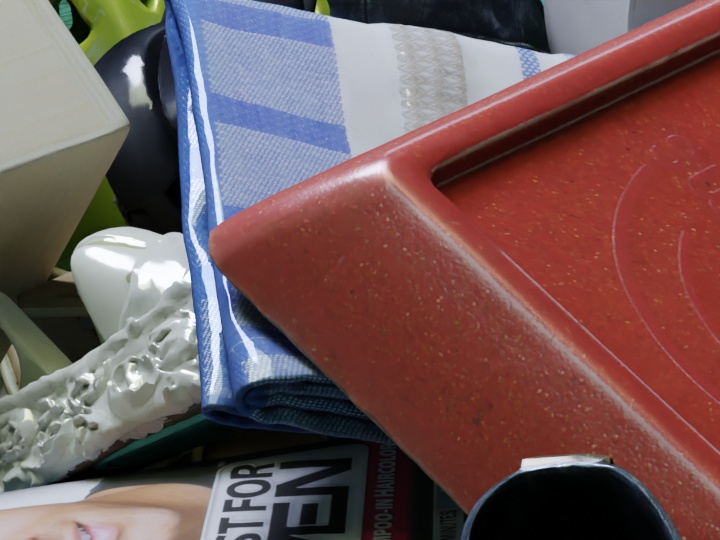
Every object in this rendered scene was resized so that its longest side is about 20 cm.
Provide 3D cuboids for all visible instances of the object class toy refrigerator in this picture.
[{"bbox_3d":[-0.141,0.002,0.800,0.076,0.070,0.200,-23,-21,-36],"label":"toy refrigerator"}]

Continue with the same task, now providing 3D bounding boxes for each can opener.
[{"bbox_3d":[-0.037,-0.069,0.876,0.078,0.064,0.200,-25,22,19],"label":"can opener"}]

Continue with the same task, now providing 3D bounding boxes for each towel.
[{"bbox_3d":[0.054,-0.006,0.688,0.199,0.024,0.147,9,42,-17],"label":"towel"}]

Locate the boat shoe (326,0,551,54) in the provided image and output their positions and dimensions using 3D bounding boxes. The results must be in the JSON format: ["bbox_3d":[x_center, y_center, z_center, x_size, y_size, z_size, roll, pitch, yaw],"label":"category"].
[{"bbox_3d":[0.041,-0.066,0.930,0.070,0.091,0.200,-1,5,19],"label":"boat shoe"}]

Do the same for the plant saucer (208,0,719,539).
[{"bbox_3d":[0.101,0.013,0.644,0.200,0.037,0.200,43,45,21],"label":"plant saucer"}]

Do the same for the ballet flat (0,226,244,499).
[{"bbox_3d":[-0.072,0.028,0.727,0.199,0.072,0.072,-28,9,21],"label":"ballet flat"}]

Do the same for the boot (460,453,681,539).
[{"bbox_3d":[0.026,0.105,0.474,0.074,0.097,0.200,-8,15,11],"label":"boot"}]

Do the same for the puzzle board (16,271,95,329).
[{"bbox_3d":[0.000,0.000,0.841,0.150,0.018,0.200,-3,5,9],"label":"puzzle board"}]

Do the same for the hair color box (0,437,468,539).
[{"bbox_3d":[-0.055,0.089,0.657,0.199,0.061,0.099,-10,16,5],"label":"hair color box"}]

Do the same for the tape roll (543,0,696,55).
[{"bbox_3d":[0.161,-0.075,0.835,0.202,0.204,0.139,-12,16,-4],"label":"tape roll"}]

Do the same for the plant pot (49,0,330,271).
[{"bbox_3d":[-0.109,-0.094,1.016,0.198,0.182,0.200,-22,4,33],"label":"plant pot"}]

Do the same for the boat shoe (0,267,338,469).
[{"bbox_3d":[-0.056,0.044,0.814,0.073,0.063,0.200,-17,16,-21],"label":"boat shoe"}]
